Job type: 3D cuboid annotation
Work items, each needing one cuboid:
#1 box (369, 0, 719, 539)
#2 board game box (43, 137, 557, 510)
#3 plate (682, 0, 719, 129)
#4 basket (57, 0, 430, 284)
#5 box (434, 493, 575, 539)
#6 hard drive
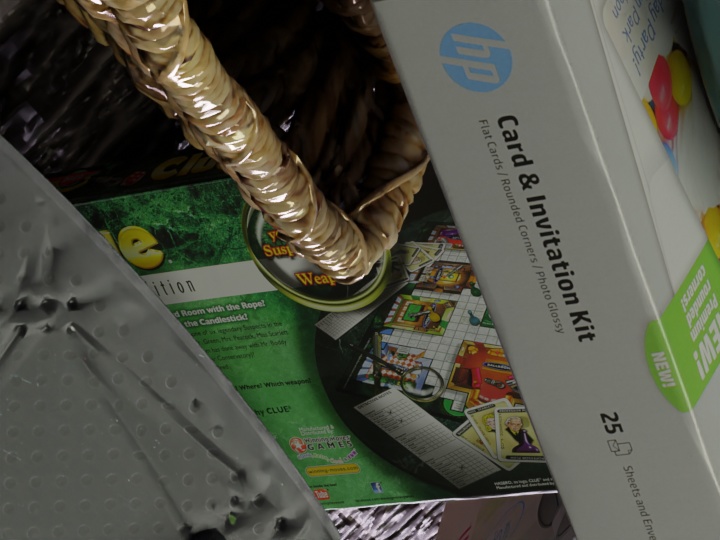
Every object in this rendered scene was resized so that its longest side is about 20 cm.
[{"bbox_3d":[0.057,-0.059,0.595,0.156,0.041,0.201,-54,130,-51],"label":"box"},{"bbox_3d":[0.002,0.012,0.722,0.023,0.199,0.105,-55,130,-47],"label":"board game box"},{"bbox_3d":[0.103,-0.069,0.613,0.025,0.202,0.200,-8,173,29],"label":"plate"},{"bbox_3d":[-0.018,-0.113,0.602,0.143,0.149,0.200,-42,156,-3],"label":"basket"},{"bbox_3d":[0.110,0.058,0.903,0.177,0.096,0.200,-47,-167,34],"label":"box"},{"bbox_3d":[-0.112,0.040,0.703,0.135,0.042,0.200,-45,115,-6],"label":"hard drive"}]
